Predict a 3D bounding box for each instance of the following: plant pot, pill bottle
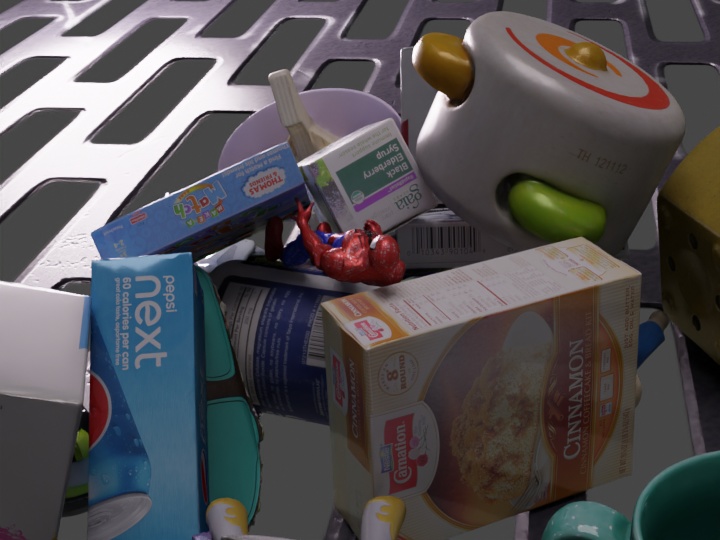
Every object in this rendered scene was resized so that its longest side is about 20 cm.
[{"bbox_3d":[0.346,-0.016,0.903,0.197,0.198,0.195,-17,28,-9],"label":"plant pot"},{"bbox_3d":[-0.063,0.053,0.870,0.197,0.113,0.111,8,28,20],"label":"pill bottle"}]

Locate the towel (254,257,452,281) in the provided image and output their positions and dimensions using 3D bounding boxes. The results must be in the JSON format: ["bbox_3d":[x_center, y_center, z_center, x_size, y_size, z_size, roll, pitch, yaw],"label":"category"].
[{"bbox_3d":[0.000,0.000,0.996,0.141,0.023,0.200,9,6,15],"label":"towel"}]

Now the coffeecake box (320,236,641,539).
[{"bbox_3d":[0.080,0.081,0.753,0.197,0.156,0.073,-14,26,-21],"label":"coffeecake box"}]

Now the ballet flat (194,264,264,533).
[{"bbox_3d":[-0.112,0.092,0.791,0.075,0.064,0.203,3,64,-33],"label":"ballet flat"}]

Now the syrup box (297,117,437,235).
[{"bbox_3d":[-0.002,-0.073,0.977,0.078,0.082,0.200,-29,6,-4],"label":"syrup box"}]

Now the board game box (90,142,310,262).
[{"bbox_3d":[-0.112,-0.040,0.880,0.149,0.037,0.200,-25,-2,-1],"label":"board game box"}]

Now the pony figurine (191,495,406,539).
[{"bbox_3d":[-0.025,0.186,0.577,0.190,0.169,0.200,4,16,-19],"label":"pony figurine"}]

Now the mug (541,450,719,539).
[{"bbox_3d":[0.201,0.177,0.595,0.150,0.116,0.184,-20,31,-31],"label":"mug"}]

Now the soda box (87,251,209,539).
[{"bbox_3d":[-0.131,0.096,0.714,0.067,0.064,0.203,-4,68,-2],"label":"soda box"}]

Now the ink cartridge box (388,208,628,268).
[{"bbox_3d":[0.120,-0.036,1.041,0.194,0.044,0.200,-3,6,-4],"label":"ink cartridge box"}]

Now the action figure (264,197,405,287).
[{"bbox_3d":[-0.016,-0.017,0.792,0.064,0.053,0.200,11,3,-21],"label":"action figure"}]

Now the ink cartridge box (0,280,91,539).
[{"bbox_3d":[-0.236,0.121,0.673,0.123,0.203,0.129,9,23,-15],"label":"ink cartridge box"}]

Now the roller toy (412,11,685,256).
[{"bbox_3d":[0.143,-0.109,0.874,0.200,0.141,0.181,41,31,29],"label":"roller toy"}]

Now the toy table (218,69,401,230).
[{"bbox_3d":[-0.053,-0.107,1.142,0.198,0.186,0.117,-26,9,9],"label":"toy table"}]

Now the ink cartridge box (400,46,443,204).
[{"bbox_3d":[0.116,-0.144,1.149,0.142,0.148,0.200,-1,5,7],"label":"ink cartridge box"}]

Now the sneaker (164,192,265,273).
[{"bbox_3d":[-0.131,-0.009,1.051,0.087,0.075,0.201,-10,37,-15],"label":"sneaker"}]

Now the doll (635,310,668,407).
[{"bbox_3d":[0.182,0.050,0.927,0.134,0.049,0.201,-5,26,-4],"label":"doll"}]

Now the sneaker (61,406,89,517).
[{"bbox_3d":[-0.234,0.097,0.827,0.071,0.084,0.199,-22,33,-36],"label":"sneaker"}]
